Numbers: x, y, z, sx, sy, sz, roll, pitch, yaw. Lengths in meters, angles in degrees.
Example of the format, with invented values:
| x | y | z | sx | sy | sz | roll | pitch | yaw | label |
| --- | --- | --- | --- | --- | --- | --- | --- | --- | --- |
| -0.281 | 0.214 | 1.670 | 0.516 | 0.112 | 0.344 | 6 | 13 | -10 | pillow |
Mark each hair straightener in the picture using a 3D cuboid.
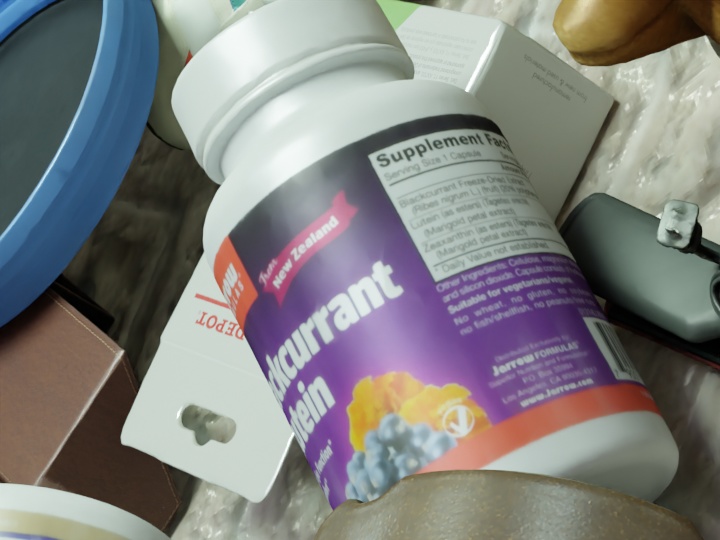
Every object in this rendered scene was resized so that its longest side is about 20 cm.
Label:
| x | y | z | sx | sy | sz | roll | pitch | yaw | label |
| --- | --- | --- | --- | --- | --- | --- | --- | --- | --- |
| 0.119 | 0.014 | 0.933 | 0.041 | 0.077 | 0.200 | -52 | 34 | -1 | hair straightener |

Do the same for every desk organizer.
| x | y | z | sx | sy | sz | roll | pitch | yaw | label |
| --- | --- | --- | --- | --- | --- | --- | --- | --- | --- |
| -0.138 | 0.048 | 1.245 | 0.077 | 0.072 | 0.200 | -57 | 34 | 0 | desk organizer |

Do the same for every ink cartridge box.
| x | y | z | sx | sy | sz | roll | pitch | yaw | label |
| --- | --- | --- | --- | --- | --- | --- | --- | --- | --- |
| 0.000 | 0.000 | 1.106 | 0.117 | 0.067 | 0.200 | 18 | 79 | 54 | ink cartridge box |

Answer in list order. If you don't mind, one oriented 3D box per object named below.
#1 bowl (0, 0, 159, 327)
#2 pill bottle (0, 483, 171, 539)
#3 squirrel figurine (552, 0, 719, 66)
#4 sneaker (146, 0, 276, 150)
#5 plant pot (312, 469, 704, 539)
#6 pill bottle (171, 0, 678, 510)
| x | y | z | sx | sy | sz | roll | pitch | yaw | label |
| --- | --- | --- | --- | --- | --- | --- | --- | --- | --- |
| -0.162 | -0.056 | 1.260 | 0.201 | 0.039 | 0.201 | -33 | 41 | 33 | bowl |
| -0.137 | 0.193 | 1.092 | 0.120 | 0.120 | 0.200 | -20 | 51 | 43 | pill bottle |
| 0.196 | -0.094 | 0.871 | 0.187 | 0.141 | 0.200 | 36 | 97 | 49 | squirrel figurine |
| -0.024 | -0.130 | 1.230 | 0.200 | 0.070 | 0.093 | -52 | 29 | 6 | sneaker |
| 0.038 | 0.178 | 0.831 | 0.200 | 0.200 | 0.198 | -22 | 41 | 42 | plant pot |
| 0.014 | 0.007 | 0.978 | 0.111 | 0.111 | 0.200 | -40 | 66 | 27 | pill bottle |
